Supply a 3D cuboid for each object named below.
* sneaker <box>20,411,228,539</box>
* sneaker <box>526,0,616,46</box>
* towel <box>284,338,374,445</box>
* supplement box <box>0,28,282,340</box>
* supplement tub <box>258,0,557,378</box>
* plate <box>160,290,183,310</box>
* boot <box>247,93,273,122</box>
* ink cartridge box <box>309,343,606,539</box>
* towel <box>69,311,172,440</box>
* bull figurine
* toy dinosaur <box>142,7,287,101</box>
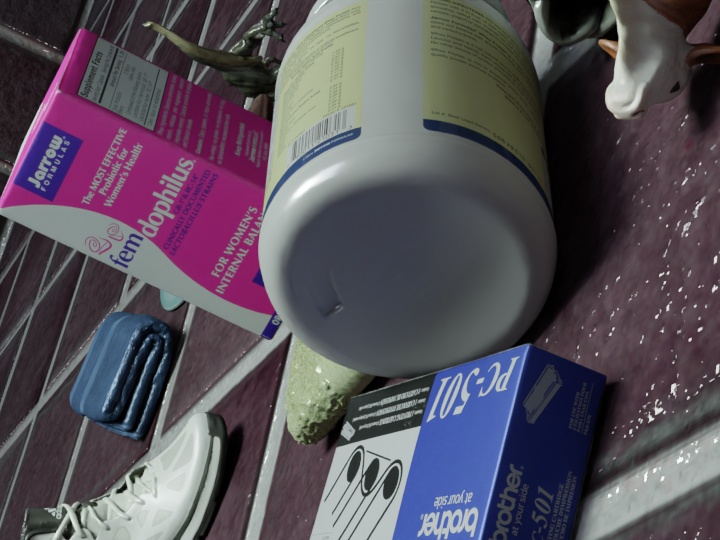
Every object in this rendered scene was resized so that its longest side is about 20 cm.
[{"bbox_3d":[-0.180,0.180,1.177,0.201,0.115,0.076,-62,18,11],"label":"sneaker"},{"bbox_3d":[0.105,-0.163,0.856,0.089,0.074,0.200,-65,17,-3],"label":"sneaker"},{"bbox_3d":[0.000,0.000,1.016,0.148,0.036,0.201,-51,23,42],"label":"towel"},{"bbox_3d":[-0.120,-0.056,1.056,0.101,0.199,0.104,-58,15,27],"label":"supplement box"},{"bbox_3d":[0.024,-0.059,0.838,0.145,0.144,0.201,-53,21,35],"label":"supplement tub"},{"bbox_3d":[-0.158,-0.058,1.569,0.200,0.025,0.201,-54,21,32],"label":"plate"},{"bbox_3d":[-0.091,-0.094,1.338,0.167,0.072,0.200,-86,23,-43],"label":"boot"},{"bbox_3d":[0.038,0.098,0.763,0.200,0.044,0.094,-26,45,64],"label":"ink cartridge box"},{"bbox_3d":[-0.224,0.095,1.529,0.112,0.048,0.200,-69,17,-7],"label":"towel"},{"bbox_3d":[0.146,-0.162,0.684,0.065,0.121,0.200,41,103,34],"label":"bull figurine"},{"bbox_3d":[-0.090,-0.180,1.375,0.088,0.200,0.048,-14,71,26],"label":"toy dinosaur"}]
